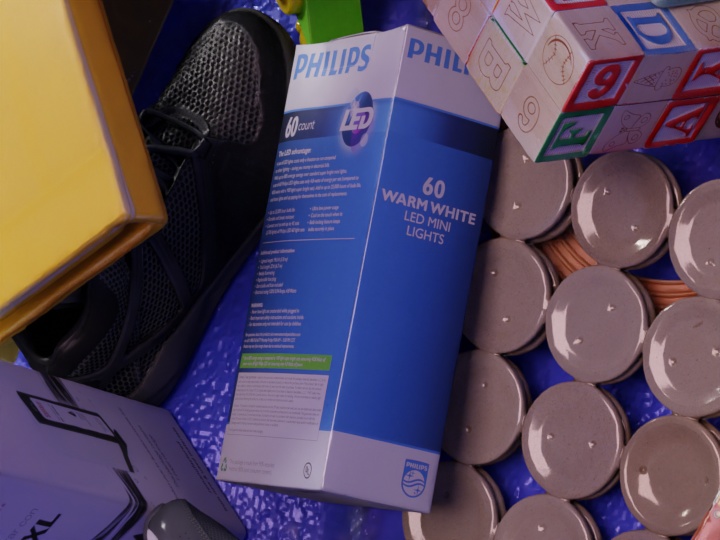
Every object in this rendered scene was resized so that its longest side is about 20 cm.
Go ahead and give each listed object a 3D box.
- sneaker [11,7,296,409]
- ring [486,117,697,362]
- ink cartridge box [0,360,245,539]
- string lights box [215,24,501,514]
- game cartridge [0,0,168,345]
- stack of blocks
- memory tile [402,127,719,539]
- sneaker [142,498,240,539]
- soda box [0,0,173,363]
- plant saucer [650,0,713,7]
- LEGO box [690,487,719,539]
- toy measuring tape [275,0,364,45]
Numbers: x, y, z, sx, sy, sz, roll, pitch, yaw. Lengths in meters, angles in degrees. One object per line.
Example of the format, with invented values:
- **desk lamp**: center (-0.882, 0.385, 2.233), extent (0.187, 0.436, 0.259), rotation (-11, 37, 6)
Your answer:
- **sneaker**: center (-0.099, -0.034, 1.309), extent (0.076, 0.114, 0.200), rotation (30, 93, 30)
- **ring**: center (0.141, -0.058, 1.226), extent (0.199, 0.019, 0.202), rotation (-8, 74, 29)
- **ink cartridge box**: center (-0.169, 0.120, 1.262), extent (0.146, 0.200, 0.084), rotation (-45, 60, 15)
- **string lights box**: center (0.000, 0.000, 1.249), extent (0.103, 0.059, 0.201), rotation (-1, 76, 61)
- **game cartridge**: center (-0.169, -0.074, 1.262), extent (0.176, 0.032, 0.201), rotation (-33, 65, 39)
- **stack of blocks**: center (0.079, -0.141, 1.197), extent (0.200, 0.115, 0.059), rotation (57, 139, 30)
- **memory tile**: center (0.097, 0.048, 1.211), extent (0.153, 0.017, 0.201), rotation (16, 96, 35)
- **sneaker**: center (-0.002, 0.152, 1.227), extent (0.200, 0.074, 0.085), rotation (36, 85, 9)
- **soda box**: center (-0.157, -0.061, 1.360), extent (0.201, 0.067, 0.064), rotation (-66, 13, 1)
- **plant saucer**: center (0.098, -0.187, 1.196), extent (0.200, 0.070, 0.019), rotation (55, 138, 29)
- **LEGO box**: center (0.246, 0.098, 1.093), extent (0.200, 0.077, 0.149), rotation (31, 96, 32)
- **toy measuring tape**: center (-0.027, -0.184, 1.285), extent (0.073, 0.074, 0.201), rotation (17, 131, 32)
